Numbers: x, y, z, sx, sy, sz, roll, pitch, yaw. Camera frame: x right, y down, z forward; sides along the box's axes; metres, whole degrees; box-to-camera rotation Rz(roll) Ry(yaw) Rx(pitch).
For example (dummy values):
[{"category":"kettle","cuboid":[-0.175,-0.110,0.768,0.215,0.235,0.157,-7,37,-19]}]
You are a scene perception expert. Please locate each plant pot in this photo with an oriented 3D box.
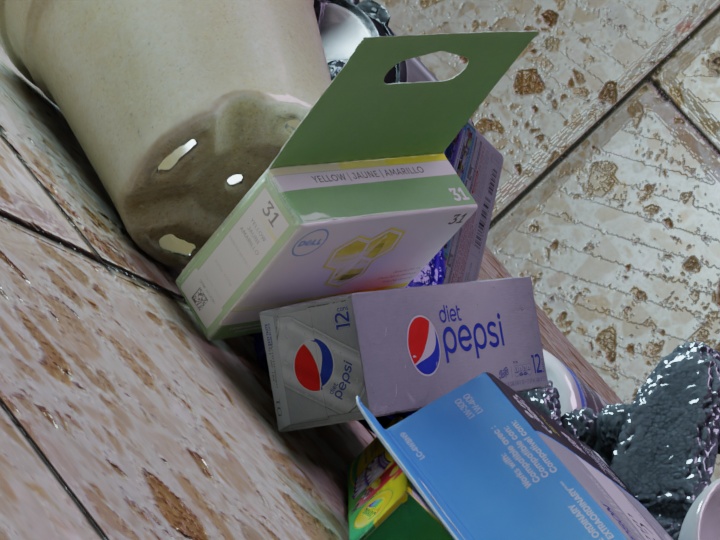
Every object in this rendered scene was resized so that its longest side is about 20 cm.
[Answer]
[{"category":"plant pot","cuboid":[-0.094,-0.107,1.500,0.200,0.200,0.184,40,20,-48]}]

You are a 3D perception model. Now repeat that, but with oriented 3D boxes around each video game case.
[{"category":"video game case","cuboid":[0.047,-0.010,1.819,0.022,0.201,0.182,10,-9,21]}]

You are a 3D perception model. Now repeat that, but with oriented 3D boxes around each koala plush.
[{"category":"koala plush","cuboid":[0.170,0.173,1.575,0.200,0.176,0.185,49,40,-49]}]

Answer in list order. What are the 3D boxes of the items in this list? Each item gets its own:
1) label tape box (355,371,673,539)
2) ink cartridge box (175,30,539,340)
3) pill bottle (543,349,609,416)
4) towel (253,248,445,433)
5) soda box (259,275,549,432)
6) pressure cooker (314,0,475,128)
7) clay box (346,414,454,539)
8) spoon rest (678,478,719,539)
[{"category":"label tape box","cuboid":[0.098,0.127,1.340,0.143,0.066,0.200,50,7,39]},{"category":"ink cartridge box","cuboid":[0.007,-0.046,1.417,0.145,0.200,0.048,-8,59,-46]},{"category":"pill bottle","cuboid":[0.133,0.133,1.780,0.114,0.114,0.200,51,7,34]},{"category":"towel","cuboid":[0.000,0.000,1.570,0.147,0.049,0.201,33,39,-34]},{"category":"soda box","cuboid":[0.028,0.044,1.451,0.200,0.063,0.069,-6,86,-57]},{"category":"pressure cooker","cuboid":[-0.023,-0.104,1.907,0.200,0.178,0.176,41,11,-50]},{"category":"clay box","cuboid":[0.047,0.147,1.398,0.115,0.048,0.200,45,5,-7]},{"category":"spoon rest","cuboid":[0.196,0.205,1.417,0.060,0.201,0.099,-9,-41,44]}]
